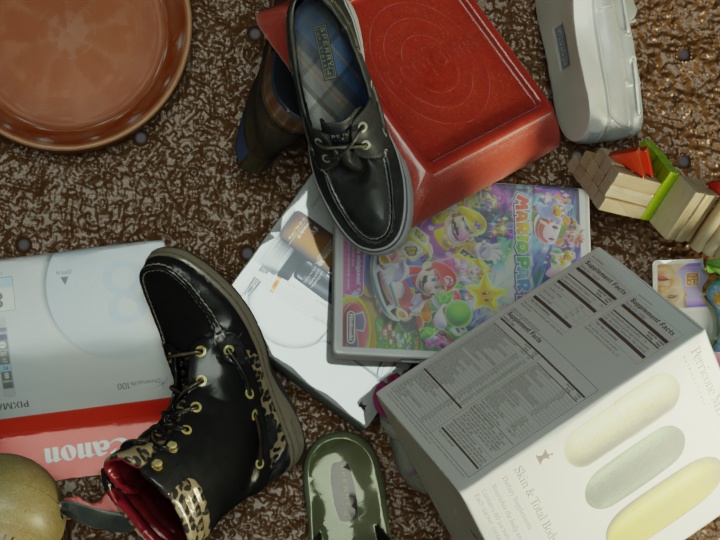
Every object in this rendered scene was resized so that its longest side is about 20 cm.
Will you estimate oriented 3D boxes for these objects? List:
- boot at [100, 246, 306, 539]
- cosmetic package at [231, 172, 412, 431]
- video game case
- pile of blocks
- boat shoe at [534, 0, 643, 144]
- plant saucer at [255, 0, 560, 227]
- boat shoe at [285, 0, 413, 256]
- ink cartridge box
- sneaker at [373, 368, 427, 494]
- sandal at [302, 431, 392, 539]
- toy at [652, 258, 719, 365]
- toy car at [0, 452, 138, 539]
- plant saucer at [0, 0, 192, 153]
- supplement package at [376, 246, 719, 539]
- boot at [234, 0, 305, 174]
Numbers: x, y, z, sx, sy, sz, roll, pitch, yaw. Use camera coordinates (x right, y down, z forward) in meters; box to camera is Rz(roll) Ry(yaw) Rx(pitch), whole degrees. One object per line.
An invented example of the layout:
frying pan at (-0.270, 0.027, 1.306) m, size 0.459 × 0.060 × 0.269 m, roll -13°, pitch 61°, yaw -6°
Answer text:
boot at (-0.131, 0.099, 1.378) m, size 0.151 × 0.073 × 0.201 m, roll -45°, pitch 118°, yaw -43°
cosmetic package at (0.000, 0.000, 1.468) m, size 0.150 × 0.052 × 0.201 m, roll 36°, pitch 80°, yaw -1°
video game case at (0.077, 0.001, 1.431) m, size 0.198 × 0.018 × 0.145 m, roll 3°, pitch 71°, yaw -8°
pile of blocks at (0.263, -0.059, 1.474) m, size 0.199 × 0.082 × 0.062 m, roll 25°, pitch 117°, yaw -13°
boat shoe at (0.189, -0.201, 1.507) m, size 0.068 × 0.072 × 0.202 m, roll -2°, pitch 74°, yaw -26°
plant saucer at (0.048, -0.153, 1.444) m, size 0.199 × 0.037 × 0.201 m, roll -29°, pitch 79°, yaw -41°
boat shoe at (-0.012, -0.109, 1.347) m, size 0.069 × 0.066 × 0.202 m, roll -11°, pitch 89°, yaw 12°
ink cartridge box at (-0.216, 0.086, 1.439) m, size 0.158 × 0.047 × 0.202 m, roll -7°, pitch 81°, yaw -5°
sneaker at (0.103, 0.114, 1.450) m, size 0.198 × 0.081 × 0.089 m, roll -11°, pitch 118°, yaw -19°
sandal at (-0.002, 0.222, 1.431) m, size 0.079 × 0.057 × 0.203 m, roll -15°, pitch 83°, yaw -6°
toy at (0.283, 0.091, 1.449) m, size 0.114 × 0.047 × 0.202 m, roll -3°, pitch 99°, yaw -4°
toy car at (-0.270, 0.191, 1.369) m, size 0.199 × 0.165 × 0.159 m, roll 20°, pitch 43°, yaw -22°
plant saucer at (-0.232, -0.191, 1.487) m, size 0.198 × 0.032 × 0.202 m, roll 1°, pitch 82°, yaw -4°
supplement package at (0.148, 0.119, 1.336) m, size 0.199 × 0.151 × 0.152 m, roll -33°, pitch 121°, yaw -8°
boot at (-0.057, -0.169, 1.477) m, size 0.074 × 0.097 × 0.201 m, roll 26°, pitch 48°, yaw -16°
